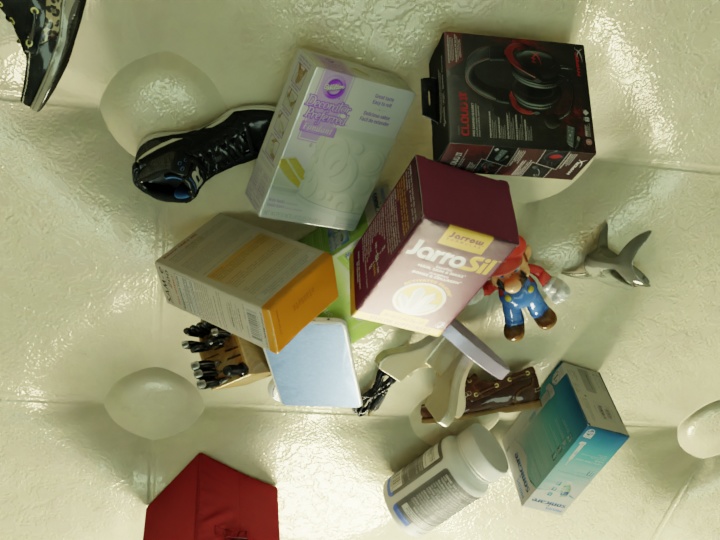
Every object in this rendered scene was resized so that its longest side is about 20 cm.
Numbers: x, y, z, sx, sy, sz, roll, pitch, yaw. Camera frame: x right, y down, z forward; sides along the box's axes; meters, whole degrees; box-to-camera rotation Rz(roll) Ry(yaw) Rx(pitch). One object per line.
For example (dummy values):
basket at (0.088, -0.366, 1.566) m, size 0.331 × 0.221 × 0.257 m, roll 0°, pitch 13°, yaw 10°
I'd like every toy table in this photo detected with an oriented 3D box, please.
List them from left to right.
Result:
toy table at (0.117, 0.132, 1.244) m, size 0.199 × 0.184 × 0.117 m, roll 38°, pitch 97°, yaw -20°

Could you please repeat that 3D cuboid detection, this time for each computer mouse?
computer mouse at (-0.049, 0.176, 1.323) m, size 0.198 × 0.044 × 0.110 m, roll 12°, pitch 130°, yaw -22°

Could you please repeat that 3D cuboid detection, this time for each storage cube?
storage cube at (-0.247, 0.447, 1.408) m, size 0.170 × 0.181 × 0.200 m, roll 31°, pitch 116°, yaw -27°

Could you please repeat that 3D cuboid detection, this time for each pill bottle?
pill bottle at (0.144, 0.352, 1.433) m, size 0.200 × 0.114 × 0.114 m, roll -40°, pitch 122°, yaw 21°

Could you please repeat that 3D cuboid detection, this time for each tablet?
tablet at (-0.070, 0.135, 1.218) m, size 0.129 × 0.014 × 0.201 m, roll 0°, pitch 137°, yaw 10°

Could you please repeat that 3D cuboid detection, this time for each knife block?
knife block at (-0.179, 0.136, 1.191) m, size 0.063 × 0.176 × 0.201 m, roll -20°, pitch 127°, yaw 9°

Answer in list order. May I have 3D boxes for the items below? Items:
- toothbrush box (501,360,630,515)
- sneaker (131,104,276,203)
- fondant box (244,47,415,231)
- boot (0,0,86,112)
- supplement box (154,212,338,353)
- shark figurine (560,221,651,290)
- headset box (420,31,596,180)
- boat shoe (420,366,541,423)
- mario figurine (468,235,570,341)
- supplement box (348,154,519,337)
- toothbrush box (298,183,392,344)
toothbrush box at (0.327, 0.274, 1.381) m, size 0.085 × 0.147 × 0.201 m, roll 18°, pitch 121°, yaw -19°
sneaker at (-0.179, -0.132, 1.034) m, size 0.198 × 0.112 × 0.074 m, roll -15°, pitch 128°, yaw 4°
fondant box at (-0.039, -0.154, 1.038) m, size 0.143 × 0.058 × 0.201 m, roll 6°, pitch 120°, yaw -34°
boot at (-0.384, -0.289, 0.918) m, size 0.152 × 0.074 × 0.205 m, roll 19°, pitch 117°, yaw -17°
supplement box at (-0.144, 0.012, 1.075) m, size 0.199 × 0.126 × 0.074 m, roll 21°, pitch 136°, yaw 32°
shark figurine at (0.349, -0.026, 1.195) m, size 0.127 × 0.214 × 0.091 m, roll 12°, pitch 87°, yaw 18°
headset box at (0.167, -0.194, 1.006) m, size 0.198 × 0.150 × 0.075 m, roll 3°, pitch 160°, yaw -10°
boat shoe at (0.190, 0.200, 1.364) m, size 0.198 × 0.070 × 0.071 m, roll -10°, pitch 89°, yaw -4°
mario figurine at (0.221, 0.033, 1.211) m, size 0.124 × 0.106 × 0.201 m, roll -48°, pitch 134°, yaw -15°
supplement box at (0.082, -0.023, 1.023) m, size 0.130 × 0.104 × 0.200 m, roll 14°, pitch 138°, yaw -19°
toothbrush box at (0.000, 0.000, 1.173) m, size 0.199 × 0.086 × 0.146 m, roll -32°, pitch 125°, yaw 14°
